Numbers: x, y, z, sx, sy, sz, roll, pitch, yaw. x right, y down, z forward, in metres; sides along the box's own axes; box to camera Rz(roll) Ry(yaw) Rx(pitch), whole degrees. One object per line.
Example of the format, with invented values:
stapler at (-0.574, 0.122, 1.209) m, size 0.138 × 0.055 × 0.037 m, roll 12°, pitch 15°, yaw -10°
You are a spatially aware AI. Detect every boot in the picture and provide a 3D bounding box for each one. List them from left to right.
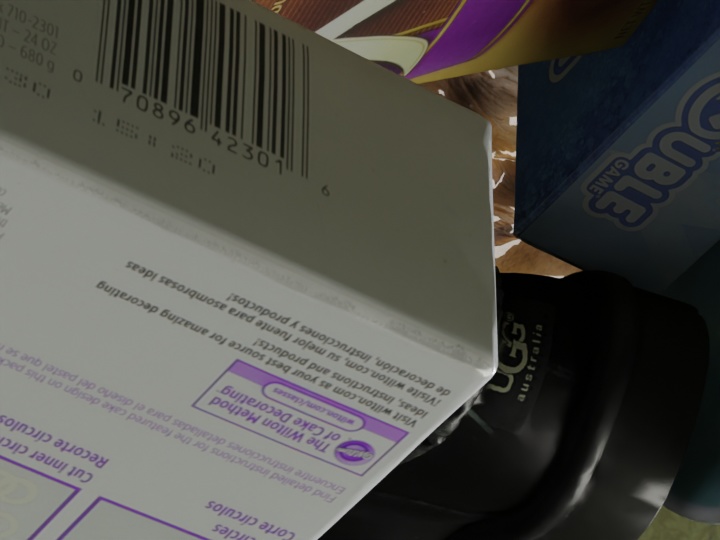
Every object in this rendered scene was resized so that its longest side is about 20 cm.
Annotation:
boot at (-0.029, 0.016, 0.680) m, size 0.211 × 0.158 × 0.080 m, roll 144°, pitch -37°, yaw -67°

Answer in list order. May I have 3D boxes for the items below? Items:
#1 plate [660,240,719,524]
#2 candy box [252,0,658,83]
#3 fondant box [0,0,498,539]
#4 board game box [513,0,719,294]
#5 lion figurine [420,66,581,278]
plate at (0.118, -0.035, 0.628) m, size 0.200 × 0.026 × 0.200 m, roll -52°, pitch -158°, yaw 31°
candy box at (0.013, -0.088, 0.539) m, size 0.200 × 0.056 × 0.117 m, roll -13°, pitch 148°, yaw -52°
fondant box at (-0.092, 0.024, 0.485) m, size 0.200 × 0.144 × 0.058 m, roll -46°, pitch -150°, yaw 37°
board game box at (0.107, -0.127, 0.663) m, size 0.200 × 0.043 × 0.199 m, roll -46°, pitch -151°, yaw 40°
lion figurine at (0.000, 0.000, 0.806) m, size 0.200 × 0.122 × 0.073 m, roll -48°, pitch -152°, yaw 27°
